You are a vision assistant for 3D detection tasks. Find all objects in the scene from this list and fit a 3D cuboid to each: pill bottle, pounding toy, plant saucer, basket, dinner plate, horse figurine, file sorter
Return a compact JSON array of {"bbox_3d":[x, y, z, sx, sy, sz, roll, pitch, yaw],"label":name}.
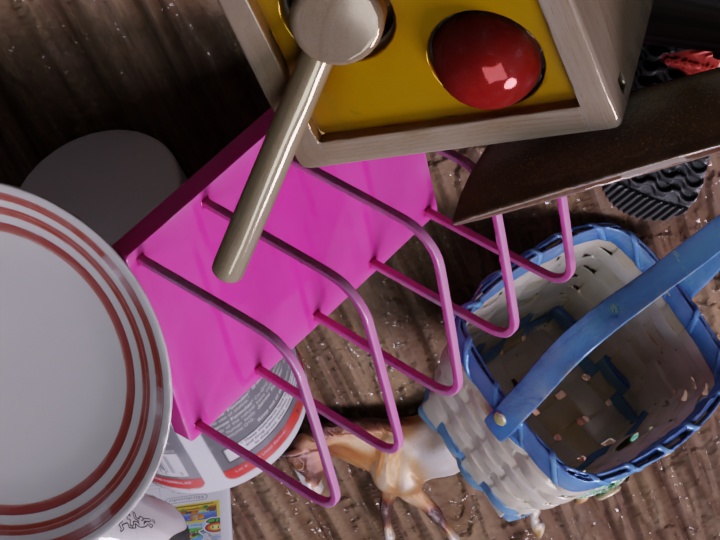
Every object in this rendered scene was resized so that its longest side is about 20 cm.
[{"bbox_3d":[-0.108,0.023,1.351,0.115,0.116,0.200,-17,139,6],"label":"pill bottle"},{"bbox_3d":[0.008,-0.116,1.083,0.199,0.143,0.185,-7,131,25],"label":"pounding toy"},{"bbox_3d":[0.134,-0.064,1.151,0.199,0.037,0.200,-15,179,0],"label":"plant saucer"},{"bbox_3d":[0.136,0.042,1.392,0.176,0.139,0.200,-32,163,-34],"label":"basket"},{"bbox_3d":[-0.185,0.050,1.243,0.199,0.024,0.201,4,106,15],"label":"dinner plate"},{"bbox_3d":[0.063,0.120,1.548,0.199,0.050,0.133,-17,123,18],"label":"horse figurine"},{"bbox_3d":[0.000,0.000,1.263,0.200,0.125,0.139,-43,141,-25],"label":"file sorter"}]

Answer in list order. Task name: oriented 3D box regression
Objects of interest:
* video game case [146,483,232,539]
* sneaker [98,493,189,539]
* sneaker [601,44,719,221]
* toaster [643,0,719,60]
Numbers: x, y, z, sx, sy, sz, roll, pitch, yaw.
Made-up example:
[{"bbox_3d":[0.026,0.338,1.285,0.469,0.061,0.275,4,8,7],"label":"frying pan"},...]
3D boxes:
[{"bbox_3d":[-0.180,0.160,1.561,0.199,0.023,0.183,-8,139,-7],"label":"video game case"},{"bbox_3d":[-0.170,0.094,1.344,0.200,0.109,0.067,11,180,-34],"label":"sneaker"},{"bbox_3d":[0.172,-0.130,1.294,0.070,0.093,0.201,16,109,2],"label":"sneaker"},{"bbox_3d":[0.164,-0.192,1.155,0.128,0.114,0.201,12,125,-1],"label":"toaster"}]
